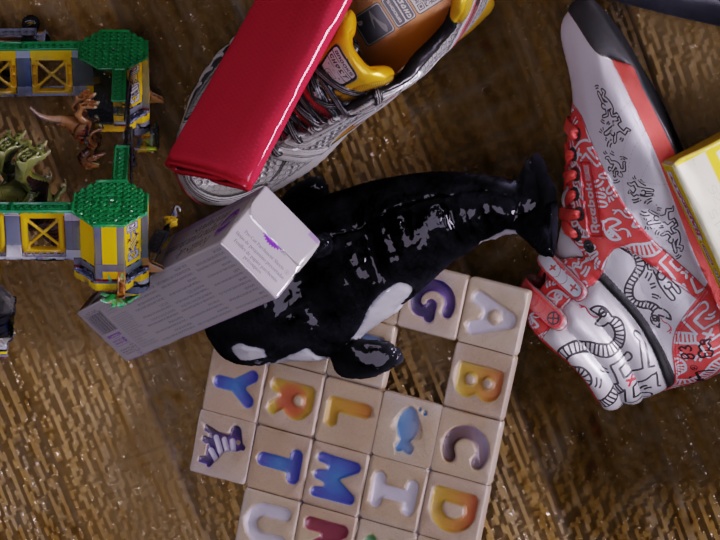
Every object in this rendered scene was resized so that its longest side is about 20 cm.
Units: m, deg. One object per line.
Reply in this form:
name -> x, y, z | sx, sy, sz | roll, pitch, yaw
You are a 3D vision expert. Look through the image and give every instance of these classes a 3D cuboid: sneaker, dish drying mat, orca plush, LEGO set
sneaker -> 0.117, -0.027, 1.355 | 0.107, 0.067, 0.202 | -26, 101, 11
dish drying mat -> -0.026, -0.130, 1.313 | 0.018, 0.077, 0.201 | 34, 80, -30
orca plush -> 0.000, 0.000, 1.342 | 0.199, 0.071, 0.106 | -8, 86, 24
sneaker -> -0.018, -0.104, 1.348 | 0.200, 0.082, 0.078 | -41, 95, 16
LEGO set -> -0.165, -0.026, 1.346 | 0.153, 0.200, 0.116 | -6, 129, -10

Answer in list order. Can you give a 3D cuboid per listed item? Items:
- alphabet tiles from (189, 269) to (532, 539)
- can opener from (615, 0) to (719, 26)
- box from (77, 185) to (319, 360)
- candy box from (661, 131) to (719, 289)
alphabet tiles -> -0.009, 0.090, 1.390 | 0.166, 0.008, 0.201 | 13, 95, 22
can opener -> 0.168, -0.147, 1.327 | 0.199, 0.079, 0.064 | 8, 131, 12
box -> -0.083, 0.005, 1.336 | 0.041, 0.200, 0.039 | 43, 65, -11
candy box -> 0.255, -0.053, 1.318 | 0.199, 0.026, 0.103 | -27, 102, -7
